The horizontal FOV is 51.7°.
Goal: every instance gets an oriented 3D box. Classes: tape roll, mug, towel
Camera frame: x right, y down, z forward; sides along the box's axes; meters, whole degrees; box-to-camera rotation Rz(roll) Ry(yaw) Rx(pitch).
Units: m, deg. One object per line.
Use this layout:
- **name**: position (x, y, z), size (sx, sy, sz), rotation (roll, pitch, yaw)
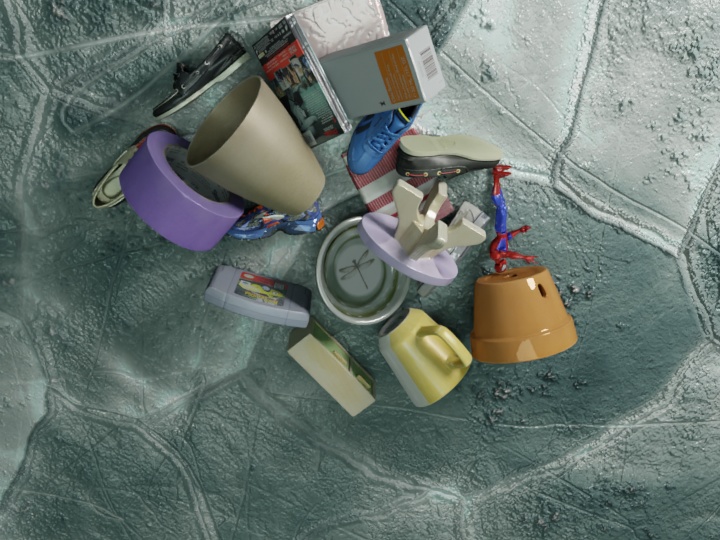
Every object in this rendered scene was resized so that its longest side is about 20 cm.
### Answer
- **tape roll**: position (-0.298, -0.134, 1.255), size (0.200, 0.201, 0.085), rotation (41, 109, -16)
- **mug**: position (0.126, 0.148, 1.440), size (0.186, 0.150, 0.153), rotation (-36, 101, 29)
- **towel**: position (-0.035, -0.360, 1.270), size (0.189, 0.032, 0.202), rotation (-17, 115, 8)
- **towel**: position (0.068, -0.158, 1.352), size (0.143, 0.023, 0.201), rotation (-29, 111, 0)

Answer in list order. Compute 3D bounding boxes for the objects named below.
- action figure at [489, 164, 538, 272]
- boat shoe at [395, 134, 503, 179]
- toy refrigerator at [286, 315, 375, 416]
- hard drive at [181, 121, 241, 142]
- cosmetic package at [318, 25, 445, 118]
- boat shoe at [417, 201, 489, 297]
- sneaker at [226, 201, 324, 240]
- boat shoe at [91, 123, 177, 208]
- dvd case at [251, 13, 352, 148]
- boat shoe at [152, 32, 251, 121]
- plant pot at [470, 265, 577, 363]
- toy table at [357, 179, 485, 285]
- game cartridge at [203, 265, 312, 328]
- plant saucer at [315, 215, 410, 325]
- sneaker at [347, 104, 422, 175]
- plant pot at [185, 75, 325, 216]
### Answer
- **action figure**: position (0.285, -0.087, 1.371), size (0.098, 0.065, 0.203), rotation (5, 115, 11)
- **boat shoe**: position (0.156, -0.198, 1.313), size (0.199, 0.074, 0.064), rotation (-3, 130, -19)
- **toy refrigerator**: position (-0.054, 0.191, 1.496), size (0.070, 0.076, 0.200), rotation (-37, 108, 16)
- **hard drive**: position (-0.208, -0.203, 1.346), size (0.197, 0.025, 0.133), rotation (-13, 113, 6)
- **cosmetic package**: position (0.025, -0.309, 1.184), size (0.198, 0.071, 0.102), rotation (-3, 119, 40)
- **boat shoe**: position (0.158, -0.042, 1.401), size (0.070, 0.071, 0.201), rotation (41, 115, 13)
- **sneaker**: position (-0.168, -0.105, 1.373), size (0.197, 0.075, 0.080), rotation (-7, 106, -5)
- **boat shoe**: position (-0.407, -0.184, 1.337), size (0.199, 0.063, 0.071), rotation (-38, 107, 14)
- **dvd case**: position (-0.100, -0.306, 1.232), size (0.022, 0.145, 0.202), rotation (-33, 102, -27)
- **boat shoe**: position (-0.283, -0.331, 1.264), size (0.198, 0.075, 0.066), rotation (-31, 108, 13)
- **plant pot**: position (0.293, 0.076, 1.388), size (0.197, 0.200, 0.142), rotation (-12, 98, 6)
- **toy table**: position (0.108, -0.068, 1.289), size (0.198, 0.185, 0.117), rotation (21, 127, -23)
- **game cartridge**: position (-0.189, 0.050, 1.401), size (0.197, 0.134, 0.041), rotation (15, 115, -7)
- **plant saucer**: position (0.000, 0.000, 1.397), size (0.198, 0.050, 0.203), rotation (-1, 92, -25)
- **sneaker**: position (0.043, -0.243, 1.264), size (0.066, 0.079, 0.201), rotation (31, 108, -21)
- **plant pot**: position (-0.158, -0.189, 1.255), size (0.187, 0.188, 0.199), rotation (-41, 122, 17)
